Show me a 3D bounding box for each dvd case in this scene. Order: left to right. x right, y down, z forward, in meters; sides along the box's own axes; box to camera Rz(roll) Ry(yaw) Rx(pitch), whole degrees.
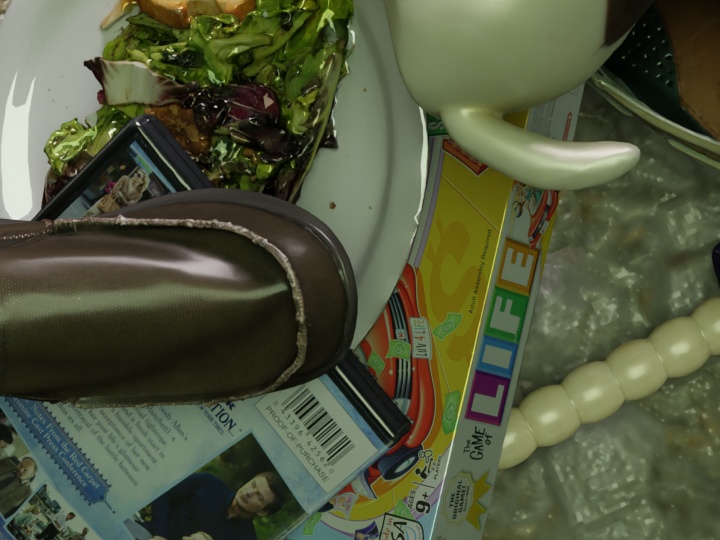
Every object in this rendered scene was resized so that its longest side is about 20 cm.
[{"bbox_3d":[-0.094,0.059,0.893,0.200,0.018,0.143,-42,86,28],"label":"dvd case"}]

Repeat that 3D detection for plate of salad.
[{"bbox_3d":[-0.067,-0.043,0.895,0.199,0.048,0.201,0,90,30],"label":"plate of salad"}]

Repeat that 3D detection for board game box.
[{"bbox_3d":[0.000,0.000,0.906,0.134,0.034,0.201,10,86,36],"label":"board game box"}]

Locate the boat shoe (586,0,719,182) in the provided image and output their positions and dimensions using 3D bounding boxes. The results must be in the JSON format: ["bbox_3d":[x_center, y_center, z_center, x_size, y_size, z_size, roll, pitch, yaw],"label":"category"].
[{"bbox_3d":[0.104,-0.099,0.917,0.200,0.068,0.075,40,95,14],"label":"boat shoe"}]

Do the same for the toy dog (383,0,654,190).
[{"bbox_3d":[0.085,-0.144,0.794,0.199,0.140,0.195,-26,64,14],"label":"toy dog"}]

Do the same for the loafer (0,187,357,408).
[{"bbox_3d":[-0.097,0.018,0.831,0.199,0.071,0.073,-4,103,24],"label":"loafer"}]

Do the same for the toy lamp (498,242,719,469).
[{"bbox_3d":[0.099,0.041,0.933,0.199,0.058,0.058,-29,89,-2],"label":"toy lamp"}]
